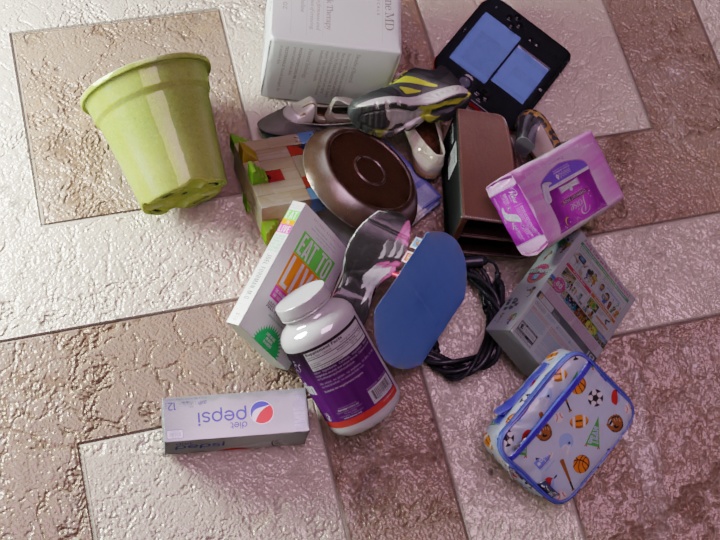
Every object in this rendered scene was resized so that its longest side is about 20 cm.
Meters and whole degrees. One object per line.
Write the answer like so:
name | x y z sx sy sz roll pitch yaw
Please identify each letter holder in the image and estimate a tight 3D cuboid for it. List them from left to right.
letter holder | 0.205 -0.130 1.805 0.141 0.101 0.201 6 59 -9

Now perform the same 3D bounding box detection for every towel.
towel | 0.011 -0.102 1.815 0.200 0.024 0.147 -37 75 -24

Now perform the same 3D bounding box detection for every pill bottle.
pill bottle | -0.035 0.118 1.620 0.112 0.112 0.201 -36 107 -22

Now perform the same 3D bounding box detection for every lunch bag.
lunch bag | 0.272 0.216 1.650 0.160 0.076 0.200 45 79 -15

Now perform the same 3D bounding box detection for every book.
book | -0.103 0.021 1.675 0.048 0.134 0.201 13 67 36

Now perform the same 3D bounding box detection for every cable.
cable | 0.135 0.065 1.747 0.162 0.051 0.201 8 66 -6

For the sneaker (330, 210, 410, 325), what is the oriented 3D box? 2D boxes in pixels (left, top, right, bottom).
sneaker | 0.000 0.000 1.700 0.080 0.086 0.201 31 96 -8

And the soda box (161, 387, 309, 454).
soda box | -0.172 0.207 1.623 0.198 0.068 0.064 -3 67 -11

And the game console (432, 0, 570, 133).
game console | 0.231 -0.342 1.952 0.176 0.031 0.200 36 66 7

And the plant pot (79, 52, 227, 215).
plant pot | -0.284 -0.189 1.724 0.199 0.200 0.185 -18 81 -16

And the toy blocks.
toy blocks | -0.103 -0.134 1.763 0.136 0.100 0.201 -11 47 -17

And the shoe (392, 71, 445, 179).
shoe | 0.096 -0.239 1.865 0.069 0.053 0.201 -7 61 -16

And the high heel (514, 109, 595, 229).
high heel | 0.316 -0.166 1.880 0.200 0.071 0.143 49 28 -16

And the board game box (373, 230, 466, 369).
board game box | 0.074 0.039 1.672 0.039 0.158 0.201 21 69 39

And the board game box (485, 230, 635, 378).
board game box | 0.296 0.064 1.737 0.148 0.064 0.200 48 66 -19

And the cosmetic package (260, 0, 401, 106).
cosmetic package | -0.048 -0.372 1.843 0.198 0.167 0.169 5 66 -9

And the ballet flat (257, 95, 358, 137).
ballet flat | -0.060 -0.242 1.837 0.198 0.064 0.068 1 39 -11

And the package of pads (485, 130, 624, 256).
package of pads | 0.288 -0.113 1.730 0.199 0.076 0.121 -29 91 -36

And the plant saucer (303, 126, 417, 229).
plant saucer | 0.008 -0.141 1.757 0.199 0.032 0.201 22 44 -23

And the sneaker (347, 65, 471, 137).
sneaker | 0.067 -0.263 1.813 0.199 0.075 0.085 -10 54 -22
